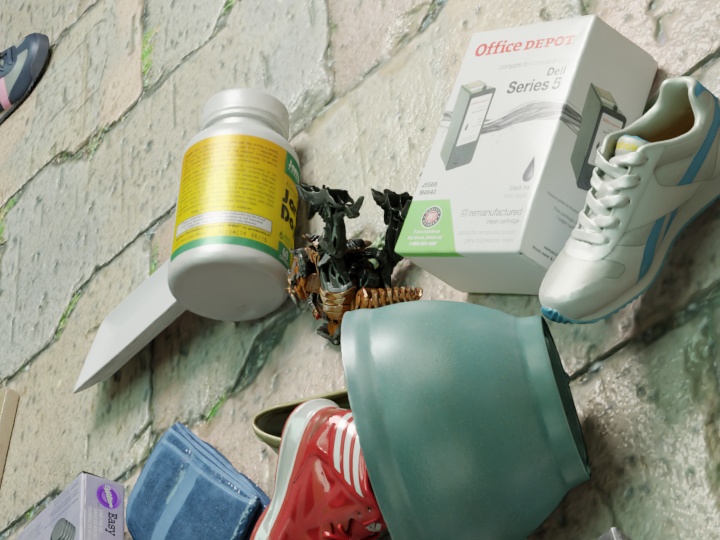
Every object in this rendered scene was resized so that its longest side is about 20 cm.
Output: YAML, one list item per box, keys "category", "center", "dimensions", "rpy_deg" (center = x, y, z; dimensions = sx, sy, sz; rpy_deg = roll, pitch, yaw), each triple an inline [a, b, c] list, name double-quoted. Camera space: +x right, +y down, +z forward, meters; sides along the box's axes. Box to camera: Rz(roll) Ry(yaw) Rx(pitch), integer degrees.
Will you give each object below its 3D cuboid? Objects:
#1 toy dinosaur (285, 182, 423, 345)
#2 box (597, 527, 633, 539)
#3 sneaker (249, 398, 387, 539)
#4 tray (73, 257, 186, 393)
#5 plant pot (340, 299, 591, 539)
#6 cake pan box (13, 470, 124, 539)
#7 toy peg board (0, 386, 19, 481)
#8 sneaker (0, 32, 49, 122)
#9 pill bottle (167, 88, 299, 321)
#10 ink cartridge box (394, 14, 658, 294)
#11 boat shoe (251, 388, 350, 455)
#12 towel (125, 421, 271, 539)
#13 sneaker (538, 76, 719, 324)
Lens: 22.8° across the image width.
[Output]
- category: "toy dinosaur"
  center: [0.000, 0.000, 1.498]
  dimensions: [0.200, 0.102, 0.136]
  rpy_deg: [13, 99, 40]
- category: "box"
  center: [0.137, 0.278, 1.087]
  dimensions: [0.200, 0.115, 0.132]
  rpy_deg: [-44, 37, 20]
- category: "sneaker"
  center: [-0.021, 0.204, 1.339]
  dimensions: [0.115, 0.078, 0.201]
  rpy_deg: [13, 99, 53]
- category: "tray"
  center: [-0.207, 0.042, 1.733]
  dimensions: [0.200, 0.022, 0.108]
  rpy_deg: [-39, 25, 38]
- category: "plant pot"
  center: [0.082, 0.106, 1.236]
  dimensions: [0.134, 0.200, 0.201]
  rpy_deg: [-17, 48, 10]
- category: "cake pan box"
  center: [-0.281, 0.310, 1.615]
  dimensions: [0.200, 0.052, 0.185]
  rpy_deg: [-44, 36, 37]
- category: "toy peg board"
  center: [-0.478, 0.225, 1.905]
  dimensions: [0.200, 0.098, 0.200]
  rpy_deg: [-23, 49, 40]
- category: "sneaker"
  center: [-0.474, -0.233, 2.241]
  dimensions: [0.200, 0.082, 0.070]
  rpy_deg: [-44, 37, 21]
- category: "pill bottle"
  center: [-0.114, -0.064, 1.646]
  dimensions: [0.113, 0.113, 0.200]
  rpy_deg: [-27, 47, 38]
- category: "ink cartridge box"
  center: [0.129, -0.088, 1.383]
  dimensions: [0.145, 0.084, 0.200]
  rpy_deg: [0, 66, 51]
- category: "boat shoe"
  center: [-0.003, 0.121, 1.417]
  dimensions: [0.200, 0.063, 0.073]
  rpy_deg: [-11, 58, 48]
- category: "towel"
  center: [-0.140, 0.214, 1.536]
  dimensions: [0.200, 0.048, 0.112]
  rpy_deg: [30, 91, 55]
- category: "sneaker"
  center: [0.186, -0.048, 1.247]
  dimensions: [0.200, 0.081, 0.076]
  rpy_deg: [-50, 34, -16]
